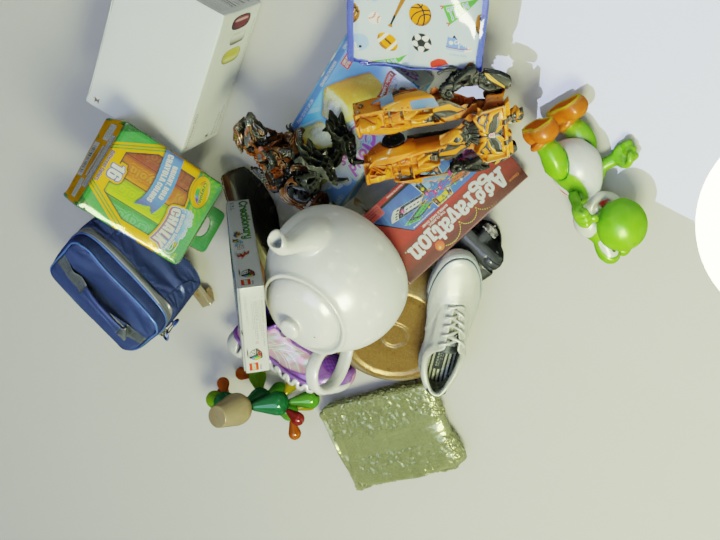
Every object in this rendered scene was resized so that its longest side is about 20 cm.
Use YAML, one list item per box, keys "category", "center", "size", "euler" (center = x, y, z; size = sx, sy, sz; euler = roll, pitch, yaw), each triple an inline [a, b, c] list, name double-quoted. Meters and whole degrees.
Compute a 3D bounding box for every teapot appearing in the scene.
- category: "teapot"
  center: [-0.046, 0.032, 1.212]
  size: [0.200, 0.146, 0.197]
  euler: [45, 144, -6]

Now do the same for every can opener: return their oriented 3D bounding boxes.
- category: "can opener"
  center: [0.109, -0.074, 1.273]
  size: [0.078, 0.063, 0.200]
  euler: [-41, 92, 17]

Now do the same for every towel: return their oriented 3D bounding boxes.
- category: "towel"
  center: [0.045, 0.237, 1.446]
  size: [0.198, 0.036, 0.150]
  euler: [-20, 102, 28]

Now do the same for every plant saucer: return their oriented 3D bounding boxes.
- category: "plant saucer"
  center: [0.045, 0.079, 1.345]
  size: [0.197, 0.036, 0.203]
  euler: [3, 123, 4]

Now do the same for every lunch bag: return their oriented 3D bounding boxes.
- category: "lunch bag"
  center: [-0.337, 0.020, 1.431]
  size: [0.200, 0.133, 0.135]
  euler: [47, 141, -8]
- category: "lunch bag"
  center: [0.069, -0.332, 1.138]
  size: [0.167, 0.124, 0.203]
  euler: [5, 108, 6]

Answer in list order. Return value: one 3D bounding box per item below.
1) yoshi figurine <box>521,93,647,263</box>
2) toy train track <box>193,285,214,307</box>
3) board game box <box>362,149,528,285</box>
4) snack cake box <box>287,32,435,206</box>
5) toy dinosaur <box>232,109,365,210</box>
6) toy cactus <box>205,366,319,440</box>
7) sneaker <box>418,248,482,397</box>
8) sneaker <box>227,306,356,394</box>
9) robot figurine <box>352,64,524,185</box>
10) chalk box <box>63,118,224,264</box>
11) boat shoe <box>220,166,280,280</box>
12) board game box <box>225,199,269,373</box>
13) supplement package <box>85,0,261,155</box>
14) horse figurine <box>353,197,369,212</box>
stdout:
- category: "yoshi figurine"
  center: [0.278, -0.101, 1.171]
  size: [0.111, 0.112, 0.202]
  euler: [-26, 103, 22]
- category: "toy train track"
  center: [-0.277, -0.034, 1.463]
  size: [0.114, 0.033, 0.201]
  euler: [-19, 113, 47]
- category: "board game box"
  center: [0.101, -0.087, 1.233]
  size: [0.200, 0.019, 0.103]
  euler: [-42, 90, -3]
- category: "snack cake box"
  center: [-0.010, -0.194, 1.271]
  size: [0.115, 0.067, 0.201]
  euler: [38, 120, 4]
- category: "toy dinosaur"
  center: [-0.068, -0.126, 1.248]
  size: [0.198, 0.103, 0.135]
  euler: [29, 140, -25]
- category: "toy cactus"
  center: [-0.161, 0.200, 1.440]
  size: [0.197, 0.164, 0.104]
  euler: [9, 101, 28]
- category: "sneaker"
  center: [0.117, 0.071, 1.271]
  size: [0.072, 0.071, 0.203]
  euler: [2, 121, -7]
- category: "sneaker"
  center: [-0.096, 0.104, 1.421]
  size: [0.198, 0.080, 0.090]
  euler: [23, 119, 13]
- category: "robot figurine"
  center: [0.095, -0.163, 1.171]
  size: [0.197, 0.059, 0.146]
  euler: [-9, 131, 6]
- category: "chalk box"
  center: [-0.270, -0.095, 1.325]
  size: [0.199, 0.124, 0.126]
  euler: [31, 86, -27]
- category: "boat shoe"
  center: [-0.150, -0.041, 1.388]
  size: [0.073, 0.076, 0.202]
  euler: [-16, 104, 30]
- category: "board game box"
  center: [-0.144, 0.016, 1.262]
  size: [0.034, 0.201, 0.128]
  euler: [-6, 125, -8]
- category: "supplement package"
  center: [-0.245, -0.285, 1.304]
  size: [0.154, 0.111, 0.202]
  euler: [29, 120, 8]
- category: "horse figurine"
  center: [0.000, 0.000, 1.353]
  size: [0.132, 0.050, 0.201]
  euler: [37, 115, -5]
